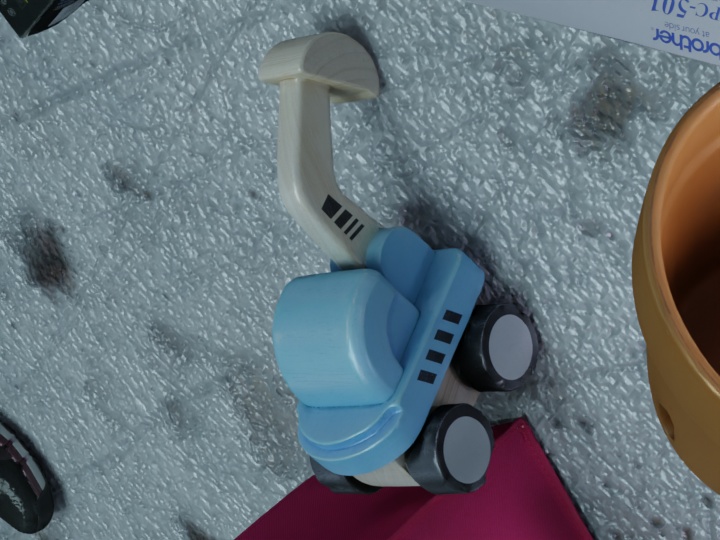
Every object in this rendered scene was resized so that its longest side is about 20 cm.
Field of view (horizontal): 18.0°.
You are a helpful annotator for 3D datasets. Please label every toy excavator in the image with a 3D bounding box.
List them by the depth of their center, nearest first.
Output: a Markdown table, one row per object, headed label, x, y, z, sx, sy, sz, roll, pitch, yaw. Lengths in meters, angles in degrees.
| label | x | y | z | sx | sy | sz | roll | pitch | yaw |
| --- | --- | --- | --- | --- | --- | --- | --- | --- | --- |
| toy excavator | 0.000 | 0.000 | 1.207 | 0.100 | 0.195 | 0.200 | -4 | 144 | 46 |

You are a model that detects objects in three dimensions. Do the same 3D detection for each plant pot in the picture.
| label | x | y | z | sx | sy | sz | roll | pitch | yaw |
| --- | --- | --- | --- | --- | --- | --- | --- | --- | --- |
| plant pot | 0.206 | 0.024 | 0.982 | 0.200 | 0.200 | 0.140 | 40 | 155 | 14 |

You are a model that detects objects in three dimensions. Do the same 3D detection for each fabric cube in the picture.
| label | x | y | z | sx | sy | sz | roll | pitch | yaw |
| --- | --- | --- | --- | --- | --- | --- | --- | --- | --- |
| fabric cube | 0.022 | 0.229 | 1.298 | 0.199 | 0.196 | 0.200 | -20 | 103 | 48 |

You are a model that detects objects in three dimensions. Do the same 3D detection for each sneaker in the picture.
| label | x | y | z | sx | sy | sz | roll | pitch | yaw |
| --- | --- | --- | --- | --- | --- | --- | --- | --- | --- |
| sneaker | -0.318 | 0.131 | 1.614 | 0.200 | 0.116 | 0.076 | 46 | 140 | 8 |

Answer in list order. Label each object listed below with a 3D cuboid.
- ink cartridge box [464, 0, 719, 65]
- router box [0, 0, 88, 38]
| label | x | y | z | sx | sy | sz | roll | pitch | yaw |
| --- | --- | --- | --- | --- | --- | --- | --- | --- | --- |
| ink cartridge box | 0.103 | -0.148 | 1.013 | 0.200 | 0.094 | 0.044 | 19 | 131 | 34 |
| router box | -0.196 | -0.249 | 1.251 | 0.200 | 0.062 | 0.150 | 53 | 142 | 0 |
